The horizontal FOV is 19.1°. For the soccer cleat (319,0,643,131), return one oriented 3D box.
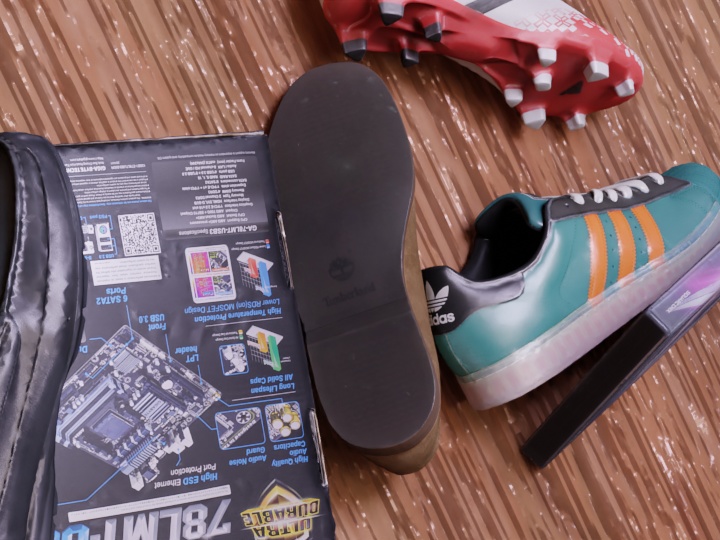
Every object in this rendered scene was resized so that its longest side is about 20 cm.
[{"bbox_3d":[0.063,-0.130,1.066,0.200,0.069,0.085,13,56,-34],"label":"soccer cleat"}]

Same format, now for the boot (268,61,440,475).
[{"bbox_3d":[0.000,0.000,0.999,0.075,0.073,0.201,58,21,-65],"label":"boot"}]

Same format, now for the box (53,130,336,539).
[{"bbox_3d":[-0.114,0.047,0.905,0.200,0.050,0.199,-7,84,-35],"label":"box"}]

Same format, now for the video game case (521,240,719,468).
[{"bbox_3d":[0.170,0.008,1.060,0.019,0.143,0.200,46,54,9],"label":"video game case"}]

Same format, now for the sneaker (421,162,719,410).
[{"bbox_3d":[0.109,-0.015,1.064,0.200,0.071,0.080,-36,102,-35],"label":"sneaker"}]

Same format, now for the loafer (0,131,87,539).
[{"bbox_3d":[-0.150,0.041,0.813,0.070,0.068,0.201,15,74,-39],"label":"loafer"}]
